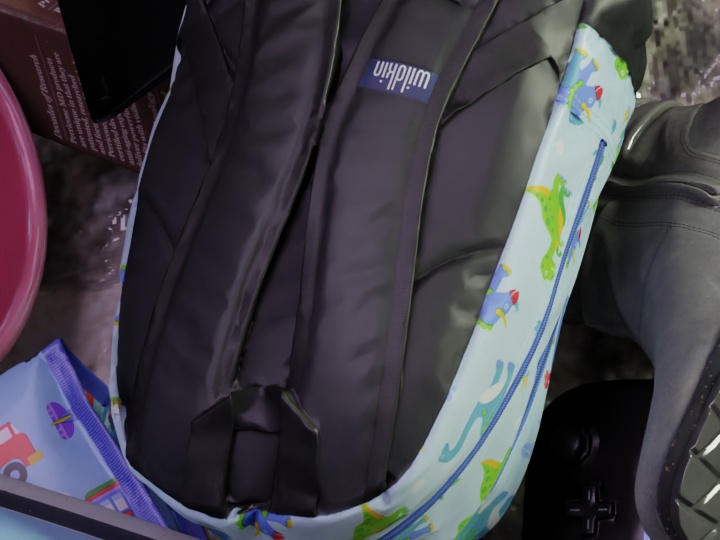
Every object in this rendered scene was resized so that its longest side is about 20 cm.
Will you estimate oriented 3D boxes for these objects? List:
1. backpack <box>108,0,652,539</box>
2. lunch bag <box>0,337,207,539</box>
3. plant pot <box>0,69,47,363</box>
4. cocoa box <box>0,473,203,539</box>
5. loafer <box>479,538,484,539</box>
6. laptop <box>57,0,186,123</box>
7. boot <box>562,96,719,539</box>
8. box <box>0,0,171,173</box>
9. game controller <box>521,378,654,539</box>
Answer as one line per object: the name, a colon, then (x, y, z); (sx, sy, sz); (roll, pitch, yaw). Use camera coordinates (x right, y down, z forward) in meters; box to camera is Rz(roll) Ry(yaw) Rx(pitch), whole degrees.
backpack: (0.000, 0.000, 0.820); (0.163, 0.154, 0.200); (7, 61, 18)
lunch bag: (-0.114, 0.154, 0.924); (0.150, 0.094, 0.200); (-33, 66, 4)
plant pot: (-0.249, -0.008, 0.990); (0.179, 0.200, 0.200); (-30, 52, 44)
cocoa box: (-0.116, 0.146, 0.817); (0.200, 0.131, 0.134); (17, 98, 10)
loafer: (-0.008, 0.098, 0.896); (0.201, 0.070, 0.068); (46, 115, 35)
laptop: (-0.008, -0.131, 0.973); (0.177, 0.200, 0.103); (-111, 35, -49)
boot: (0.095, 0.015, 0.870); (0.132, 0.070, 0.200); (-3, 45, 34)
box: (-0.053, -0.086, 0.993); (0.200, 0.075, 0.100); (23, 52, 30)
game controller: (0.150, 0.087, 0.854); (0.200, 0.042, 0.104); (-3, 65, 24)
